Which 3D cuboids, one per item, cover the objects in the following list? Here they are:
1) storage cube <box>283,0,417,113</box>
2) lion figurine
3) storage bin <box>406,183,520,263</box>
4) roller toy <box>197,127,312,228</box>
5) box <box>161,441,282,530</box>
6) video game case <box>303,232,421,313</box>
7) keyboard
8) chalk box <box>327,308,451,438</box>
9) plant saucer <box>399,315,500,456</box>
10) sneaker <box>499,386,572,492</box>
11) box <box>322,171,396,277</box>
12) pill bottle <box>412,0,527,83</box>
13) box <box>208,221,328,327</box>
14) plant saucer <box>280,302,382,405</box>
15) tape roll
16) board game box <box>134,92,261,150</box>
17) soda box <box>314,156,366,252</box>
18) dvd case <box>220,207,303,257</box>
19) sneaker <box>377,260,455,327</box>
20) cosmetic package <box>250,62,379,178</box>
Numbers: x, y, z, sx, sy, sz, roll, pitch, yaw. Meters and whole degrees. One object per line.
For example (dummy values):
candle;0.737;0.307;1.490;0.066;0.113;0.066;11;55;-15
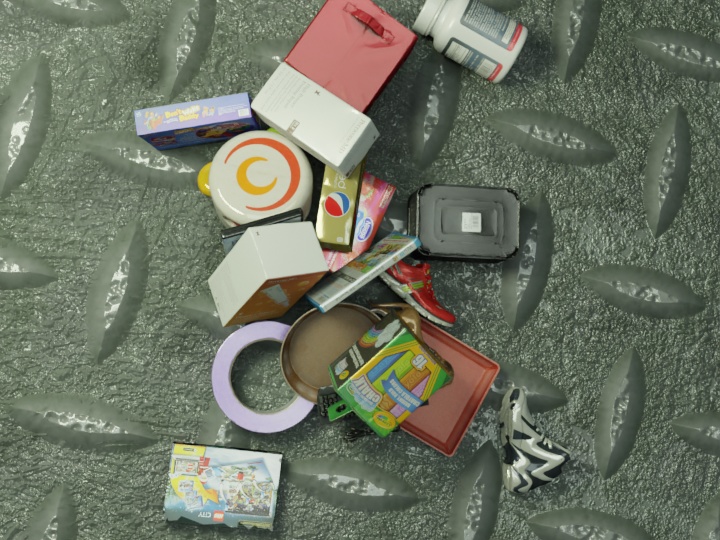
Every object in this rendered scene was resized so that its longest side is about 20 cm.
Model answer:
storage cube;-0.022;-0.386;1.511;0.171;0.200;0.180;36;88;-5
lion figurine;0.091;0.131;1.504;0.122;0.072;0.201;-17;96;4
storage bin;0.194;-0.087;1.567;0.199;0.094;0.136;2;85;-8
roller toy;-0.180;-0.146;1.491;0.200;0.140;0.183;-24;78;-10
box;-0.249;0.389;1.487;0.199;0.038;0.137;8;84;-8
video game case;0.000;0.000;1.409;0.200;0.143;0.018;-35;103;-8
keyboard;0.024;0.249;1.472;0.199;0.021;0.127;-9;113;-5
chalk box;0.030;0.187;1.384;0.200;0.125;0.124;-42;104;3
plant saucer;0.133;0.217;1.561;0.200;0.037;0.200;31;81;-6
sneaker;0.338;0.319;1.563;0.129;0.079;0.200;-2;86;-10
box;-0.023;-0.082;1.532;0.099;0.095;0.200;26;82;-7
pill bottle;0.208;-0.459;1.587;0.200;0.120;0.120;28;82;-6
box;-0.163;0.008;1.426;0.124;0.200;0.098;-9;68;-35
plant saucer;-0.043;0.144;1.448;0.200;0.034;0.201;-3;110;-9
tape roll;-0.171;0.192;1.502;0.199;0.066;0.201;1;84;-9
board game box;-0.286;-0.264;1.471;0.199;0.134;0.045;-9;87;0
soda box;-0.033;-0.138;1.450;0.064;0.068;0.201;7;80;5
dvd case;-0.169;-0.045;1.456;0.142;0.200;0.018;-17;71;-10
sneaker;0.111;0.028;1.547;0.200;0.077;0.085;42;90;-4
cosmetic package;-0.078;-0.257;1.410;0.200;0.074;0.102;34;88;18
